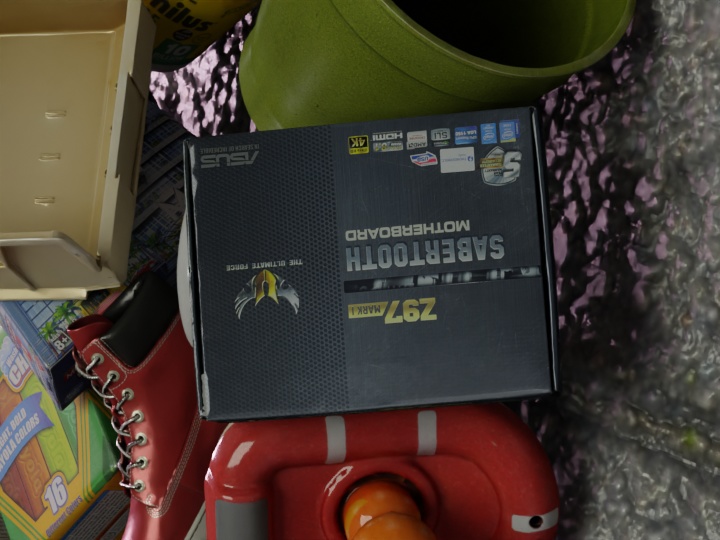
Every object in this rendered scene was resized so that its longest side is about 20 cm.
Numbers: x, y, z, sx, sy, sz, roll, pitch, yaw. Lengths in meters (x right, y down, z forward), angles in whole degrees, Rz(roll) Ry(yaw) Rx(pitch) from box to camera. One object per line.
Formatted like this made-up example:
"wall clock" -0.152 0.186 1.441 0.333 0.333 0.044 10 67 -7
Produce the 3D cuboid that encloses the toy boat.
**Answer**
"toy boat" 0.015 0.143 1.484 0.131 0.199 0.131 -111 17 -65

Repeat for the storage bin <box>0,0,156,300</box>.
"storage bin" -0.240 -0.088 1.643 0.198 0.094 0.201 -1 65 12

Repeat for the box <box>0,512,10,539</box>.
"box" -0.252 0.197 1.833 0.109 0.128 0.200 -54 50 31

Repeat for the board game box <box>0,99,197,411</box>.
"board game box" -0.196 -0.045 1.713 0.200 0.200 0.062 37 158 21

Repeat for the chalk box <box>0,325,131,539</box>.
"chalk box" -0.179 0.086 1.766 0.125 0.124 0.200 -49 53 33

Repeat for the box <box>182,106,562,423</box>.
"box" 0.007 -0.001 1.447 0.199 0.051 0.158 -4 85 8

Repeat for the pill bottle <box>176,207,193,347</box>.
"pill bottle" 0.000 0.000 1.531 0.199 0.112 0.113 3 88 9

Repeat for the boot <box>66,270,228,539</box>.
"boot" -0.142 0.108 1.617 0.072 0.144 0.201 3 63 62

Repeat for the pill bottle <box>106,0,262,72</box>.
"pill bottle" -0.093 -0.221 1.708 0.200 0.112 0.113 -35 62 40

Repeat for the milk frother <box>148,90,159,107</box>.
"milk frother" -0.262 -0.082 1.825 0.200 0.188 0.181 -15 109 51

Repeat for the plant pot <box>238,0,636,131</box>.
"plant pot" 0.026 -0.147 1.532 0.193 0.200 0.201 -47 53 50
